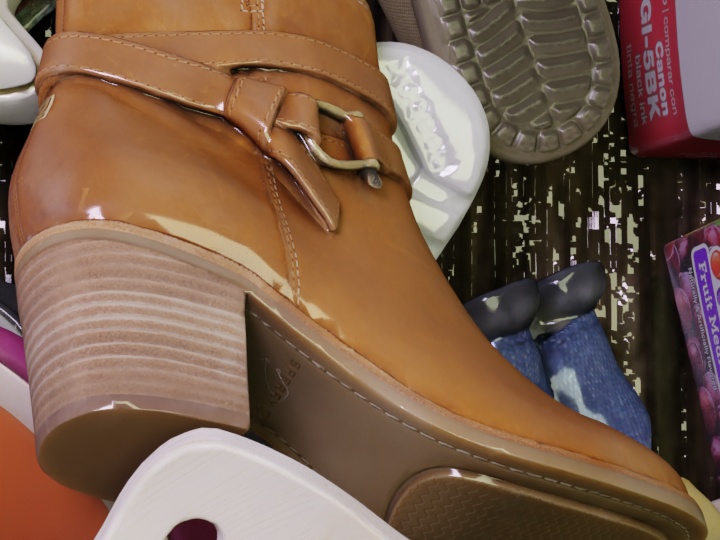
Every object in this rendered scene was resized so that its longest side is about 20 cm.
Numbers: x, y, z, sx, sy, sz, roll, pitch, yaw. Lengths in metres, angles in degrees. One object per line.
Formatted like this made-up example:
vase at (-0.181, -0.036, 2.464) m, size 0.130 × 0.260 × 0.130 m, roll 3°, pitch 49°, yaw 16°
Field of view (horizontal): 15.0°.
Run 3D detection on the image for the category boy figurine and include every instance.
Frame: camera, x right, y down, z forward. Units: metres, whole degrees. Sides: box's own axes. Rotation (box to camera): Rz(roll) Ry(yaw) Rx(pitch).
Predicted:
boy figurine at (0.082, 0.097, 0.789) m, size 0.124 × 0.064 × 0.201 m, roll -17°, pitch 80°, yaw -55°

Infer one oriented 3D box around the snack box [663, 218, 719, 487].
snack box at (0.162, 0.071, 0.792) m, size 0.053 × 0.142 × 0.201 m, roll -10°, pitch 82°, yaw -24°

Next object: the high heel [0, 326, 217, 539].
high heel at (-0.049, 0.070, 0.744) m, size 0.200 × 0.067 × 0.096 m, roll 57°, pitch 31°, yaw -26°

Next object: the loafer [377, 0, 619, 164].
loafer at (0.019, -0.127, 0.813) m, size 0.076 × 0.067 × 0.201 m, roll -12°, pitch 89°, yaw -20°

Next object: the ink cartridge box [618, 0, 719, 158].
ink cartridge box at (0.179, -0.083, 0.791) m, size 0.146 × 0.200 × 0.084 m, roll 0°, pitch 85°, yaw -17°

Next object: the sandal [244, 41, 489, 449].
sandal at (-0.038, 0.021, 0.787) m, size 0.203 × 0.050 × 0.083 m, roll -43°, pitch 91°, yaw 4°

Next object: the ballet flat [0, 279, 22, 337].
ballet flat at (-0.146, 0.019, 0.729) m, size 0.199 × 0.068 × 0.068 m, roll 24°, pitch 94°, yaw -2°

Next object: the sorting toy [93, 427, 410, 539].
sorting toy at (-0.018, 0.139, 0.630) m, size 0.200 × 0.107 × 0.180 m, roll -44°, pitch 100°, yaw -9°

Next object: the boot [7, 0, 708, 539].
boot at (0.000, 0.000, 0.719) m, size 0.199 × 0.077 × 0.156 m, roll 13°, pitch 51°, yaw -22°

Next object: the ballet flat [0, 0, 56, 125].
ballet flat at (-0.089, -0.087, 0.761) m, size 0.200 × 0.069 × 0.071 m, roll -42°, pitch 76°, yaw -9°
